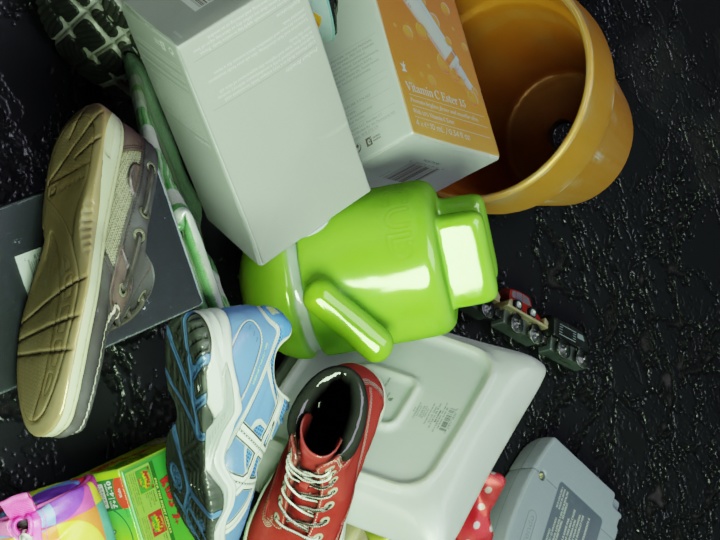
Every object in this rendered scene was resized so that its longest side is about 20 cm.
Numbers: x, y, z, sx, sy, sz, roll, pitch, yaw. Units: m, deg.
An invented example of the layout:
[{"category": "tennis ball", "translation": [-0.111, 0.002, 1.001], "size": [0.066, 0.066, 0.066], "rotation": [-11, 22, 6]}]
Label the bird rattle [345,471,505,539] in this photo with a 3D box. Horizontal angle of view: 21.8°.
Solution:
[{"category": "bird rattle", "translation": [0.021, 0.210, 1.470], "size": [0.200, 0.112, 0.164], "rotation": [35, 75, -59]}]

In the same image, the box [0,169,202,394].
[{"category": "box", "translation": [-0.237, 0.017, 1.170], "size": [0.199, 0.181, 0.105], "rotation": [-24, 99, -45]}]

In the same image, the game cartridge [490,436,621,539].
[{"category": "game cartridge", "translation": [0.158, 0.254, 1.619], "size": [0.133, 0.041, 0.201], "rotation": [40, 55, -27]}]

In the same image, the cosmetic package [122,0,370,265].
[{"category": "cosmetic package", "translation": [-0.076, -0.116, 1.299], "size": [0.106, 0.090, 0.201], "rotation": [-33, 135, -19]}]

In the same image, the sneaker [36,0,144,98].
[{"category": "sneaker", "translation": [-0.196, -0.220, 1.349], "size": [0.201, 0.077, 0.085], "rotation": [59, 39, -21]}]

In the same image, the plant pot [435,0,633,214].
[{"category": "plant pot", "translation": [0.144, -0.136, 1.601], "size": [0.183, 0.199, 0.202], "rotation": [21, 65, -57]}]

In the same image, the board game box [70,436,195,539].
[{"category": "board game box", "translation": [-0.129, 0.224, 1.313], "size": [0.101, 0.047, 0.202], "rotation": [-22, 96, -59]}]

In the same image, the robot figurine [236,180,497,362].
[{"category": "robot figurine", "translation": [0.000, 0.000, 1.384], "size": [0.176, 0.198, 0.117], "rotation": [-81, 159, -70]}]

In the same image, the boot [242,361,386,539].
[{"category": "boot", "translation": [-0.041, 0.158, 1.272], "size": [0.144, 0.072, 0.201], "rotation": [15, 94, -84]}]

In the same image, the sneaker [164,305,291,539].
[{"category": "sneaker", "translation": [-0.084, 0.111, 1.243], "size": [0.077, 0.076, 0.201], "rotation": [-15, 130, -28]}]

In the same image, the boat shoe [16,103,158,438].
[{"category": "boat shoe", "translation": [-0.151, 0.003, 1.081], "size": [0.065, 0.072, 0.202], "rotation": [21, 61, -35]}]

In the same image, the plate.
[{"category": "plate", "translation": [0.014, 0.103, 1.405], "size": [0.200, 0.199, 0.032], "rotation": [-55, 152, -38]}]

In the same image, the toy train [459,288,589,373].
[{"category": "toy train", "translation": [0.136, 0.040, 1.648], "size": [0.199, 0.034, 0.046], "rotation": [27, 59, -39]}]

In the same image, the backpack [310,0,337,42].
[{"category": "backpack", "translation": [-0.097, -0.249, 1.374], "size": [0.152, 0.176, 0.201], "rotation": [-27, 125, -6]}]

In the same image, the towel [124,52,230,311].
[{"category": "towel", "translation": [-0.123, -0.041, 1.300], "size": [0.201, 0.023, 0.153], "rotation": [-110, -178, -51]}]

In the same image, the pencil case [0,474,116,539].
[{"category": "pencil case", "translation": [-0.189, 0.235, 1.239], "size": [0.088, 0.088, 0.202], "rotation": [-23, 97, -45]}]

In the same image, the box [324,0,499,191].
[{"category": "box", "translation": [0.017, -0.169, 1.493], "size": [0.124, 0.097, 0.201], "rotation": [9, 61, -52]}]
